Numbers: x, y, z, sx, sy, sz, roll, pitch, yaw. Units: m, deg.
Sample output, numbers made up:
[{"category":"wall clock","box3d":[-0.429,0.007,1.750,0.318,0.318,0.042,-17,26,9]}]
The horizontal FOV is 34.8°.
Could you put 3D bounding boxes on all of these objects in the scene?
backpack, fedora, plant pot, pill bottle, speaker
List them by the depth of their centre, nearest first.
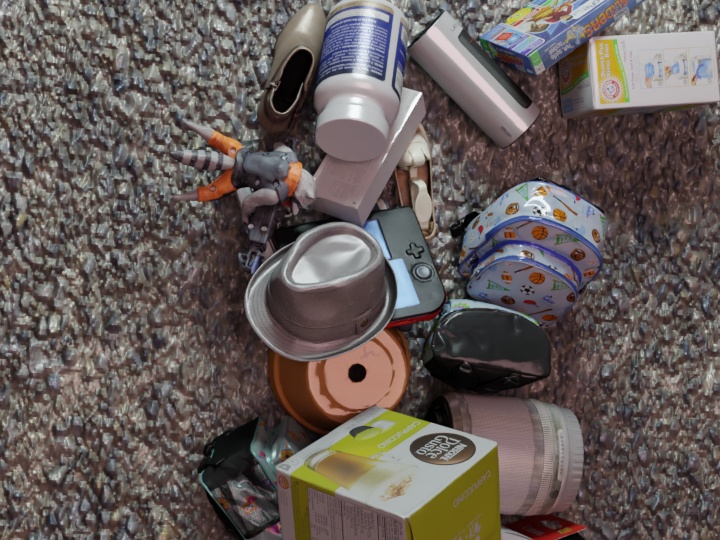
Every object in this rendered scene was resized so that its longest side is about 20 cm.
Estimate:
[{"category":"fedora","box3d":[-0.044,0.010,1.422,0.199,0.091,0.177,-23,59,-22]},{"category":"backpack","box3d":[-0.106,0.302,1.515,0.152,0.176,0.201,-25,99,0]},{"category":"pill bottle","box3d":[-0.001,-0.251,1.515,0.115,0.116,0.201,15,59,-12]},{"category":"plant pot","box3d":[-0.019,0.132,1.552,0.198,0.140,0.202,0,91,-11]},{"category":"backpack","box3d":[0.158,0.105,1.557,0.162,0.200,0.155,10,66,-3]},{"category":"backpack","box3d":[0.239,-0.027,1.570,0.199,0.191,0.155,20,49,-13]},{"category":"speaker","box3d":[0.157,-0.268,1.617,0.200,0.081,0.081,45,82,-9]}]

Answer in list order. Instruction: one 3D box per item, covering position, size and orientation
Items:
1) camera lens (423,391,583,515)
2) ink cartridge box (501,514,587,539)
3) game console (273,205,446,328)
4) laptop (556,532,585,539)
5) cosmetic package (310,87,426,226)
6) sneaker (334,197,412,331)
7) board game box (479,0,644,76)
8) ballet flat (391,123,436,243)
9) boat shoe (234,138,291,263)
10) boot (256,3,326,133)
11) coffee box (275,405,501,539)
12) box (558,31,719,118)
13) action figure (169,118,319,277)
[{"category":"camera lens","box3d":[0.188,0.254,1.587,0.198,0.160,0.161,6,89,-12]},{"category":"ink cartridge box","box3d":[0.188,0.358,1.588,0.199,0.161,0.050,-19,91,-14]},{"category":"game console","box3d":[0.000,0.000,1.506,0.198,0.031,0.178,-10,62,-15]},{"category":"laptop","box3d":[0.225,0.427,1.571,0.176,0.200,0.104,-18,88,-2]},{"category":"cosmetic package","box3d":[0.010,-0.161,1.558,0.082,0.051,0.201,20,66,23]},{"category":"sneaker","box3d":[0.018,-0.002,1.572,0.081,0.070,0.201,-10,63,-10]},{"category":"board game box","box3d":[0.282,-0.353,1.613,0.199,0.135,0.035,-35,122,-8]},{"category":"ballet flat","box3d":[0.077,-0.131,1.607,0.068,0.067,0.202,-10,93,-12]},{"category":"boat shoe","box3d":[-0.126,-0.084,1.559,0.070,0.072,0.201,-19,93,-7]},{"category":"boot","box3d":[-0.083,-0.275,1.529,0.070,0.146,0.201,18,86,-9]},{"category":"coffee box","box3d":[0.040,0.310,1.389,0.199,0.197,0.202,-26,120,-47]},{"category":"box","box3d":[0.396,-0.279,1.649,0.198,0.112,0.102,-6,92,-16]},{"category":"action figure","box3d":[-0.149,-0.101,1.479,0.192,0.105,0.202,8,73,1]}]
